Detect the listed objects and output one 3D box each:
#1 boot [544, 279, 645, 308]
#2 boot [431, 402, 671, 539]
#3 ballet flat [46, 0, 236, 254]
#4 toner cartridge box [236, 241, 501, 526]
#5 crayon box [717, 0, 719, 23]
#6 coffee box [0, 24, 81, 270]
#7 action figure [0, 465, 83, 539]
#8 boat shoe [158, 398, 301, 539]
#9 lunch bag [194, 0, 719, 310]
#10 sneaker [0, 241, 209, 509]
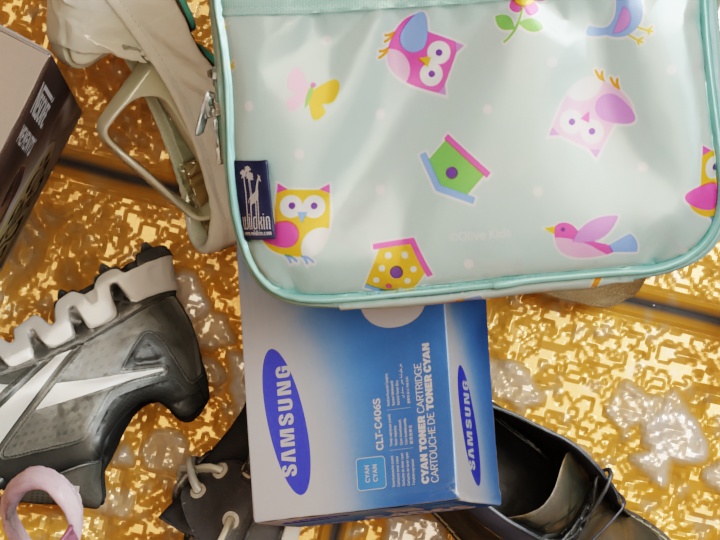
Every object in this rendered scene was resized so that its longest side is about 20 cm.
[{"bbox_3d":[0.039,-0.041,1.230,0.199,0.074,0.076,20,96,-3],"label":"boot"},{"bbox_3d":[0.087,0.119,1.204,0.200,0.097,0.075,39,86,1],"label":"boot"},{"bbox_3d":[-0.092,-0.089,1.195,0.069,0.069,0.200,-33,115,-4],"label":"ballet flat"},{"bbox_3d":[0.000,0.000,1.151,0.095,0.043,0.201,-9,79,27],"label":"toner cartridge box"},{"bbox_3d":[0.169,-0.168,1.185,0.058,0.173,0.201,22,86,-9],"label":"crayon box"},{"bbox_3d":[-0.177,-0.045,1.151,0.080,0.200,0.113,27,85,-1],"label":"coffee box"},{"bbox_3d":[-0.069,0.185,1.156,0.199,0.134,0.149,13,61,-14],"label":"action figure"},{"bbox_3d":[-0.058,0.114,1.214,0.060,0.074,0.201,12,94,-6],"label":"boat shoe"},{"bbox_3d":[0.037,-0.071,1.065,0.199,0.077,0.161,-4,98,5],"label":"lunch bag"},{"bbox_3d":[-0.152,0.072,1.212,0.200,0.066,0.091,-29,86,-6],"label":"sneaker"}]
